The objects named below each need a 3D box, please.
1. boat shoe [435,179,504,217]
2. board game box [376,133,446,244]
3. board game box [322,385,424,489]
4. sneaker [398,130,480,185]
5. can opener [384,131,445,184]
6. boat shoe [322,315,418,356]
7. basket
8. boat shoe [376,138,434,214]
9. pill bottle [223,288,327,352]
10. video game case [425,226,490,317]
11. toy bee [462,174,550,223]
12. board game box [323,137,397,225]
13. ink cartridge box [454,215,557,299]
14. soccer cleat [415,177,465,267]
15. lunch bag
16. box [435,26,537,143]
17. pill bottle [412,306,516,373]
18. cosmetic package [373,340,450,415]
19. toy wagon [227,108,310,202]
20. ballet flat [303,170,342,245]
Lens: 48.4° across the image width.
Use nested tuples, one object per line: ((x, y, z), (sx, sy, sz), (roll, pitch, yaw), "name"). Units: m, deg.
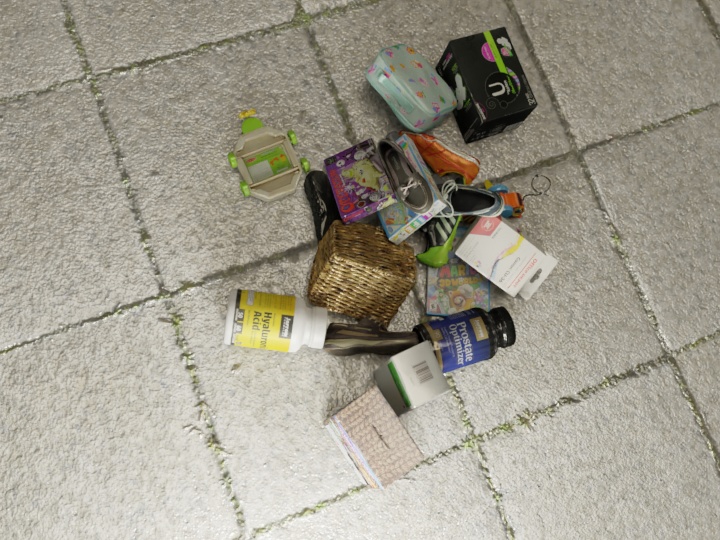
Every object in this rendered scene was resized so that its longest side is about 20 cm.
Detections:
((0.194, -0.143, 1.642), (0.198, 0.062, 0.076), (12, 88, 24), "boat shoe")
((0.085, -0.171, 1.672), (0.134, 0.034, 0.201), (-38, 51, 21), "board game box")
((0.020, 0.322, 1.528), (0.096, 0.200, 0.160), (-33, 84, -16), "board game box")
((0.166, -0.251, 1.768), (0.198, 0.073, 0.078), (29, 99, 8), "sneaker")
((0.126, -0.220, 1.765), (0.066, 0.053, 0.201), (-28, 82, -28), "can opener")
((0.019, 0.128, 1.622), (0.197, 0.075, 0.074), (-2, 69, 9), "boat shoe")
((0.000, 0.000, 1.659), (0.198, 0.150, 0.144), (16, 40, -18), "basket")
((0.084, -0.191, 1.619), (0.067, 0.057, 0.201), (-42, 50, 19), "boat shoe")
((-0.169, 0.103, 1.598), (0.197, 0.111, 0.113), (7, 75, -8), "pill bottle")
((0.213, 0.003, 1.737), (0.141, 0.018, 0.203), (5, 75, -8), "video game case")
((0.317, -0.133, 1.756), (0.197, 0.109, 0.133), (5, 73, 20), "toy bee")
((-0.003, -0.189, 1.672), (0.119, 0.032, 0.201), (-27, 45, 8), "board game box")
((0.311, -0.029, 1.693), (0.199, 0.068, 0.117), (36, 106, -3), "ink cartridge box")
((0.173, -0.107, 1.703), (0.080, 0.068, 0.203), (17, 87, -1), "soccer cleat")
((0.107, -0.403, 1.761), (0.200, 0.077, 0.160), (50, 43, 6), "lunch bag")
((0.280, -0.416, 1.801), (0.147, 0.124, 0.202), (-19, 80, -15), "box")
((0.214, 0.141, 1.653), (0.197, 0.112, 0.113), (-16, 79, -13), "pill bottle")
((0.097, 0.216, 1.568), (0.084, 0.200, 0.109), (-22, 78, -16), "cosmetic package")
((-0.206, -0.251, 1.720), (0.154, 0.040, 0.202), (-22, 80, -15), "toy wagon")
((-0.075, -0.116, 1.710), (0.066, 0.057, 0.203), (-9, 83, -26), "ballet flat")
